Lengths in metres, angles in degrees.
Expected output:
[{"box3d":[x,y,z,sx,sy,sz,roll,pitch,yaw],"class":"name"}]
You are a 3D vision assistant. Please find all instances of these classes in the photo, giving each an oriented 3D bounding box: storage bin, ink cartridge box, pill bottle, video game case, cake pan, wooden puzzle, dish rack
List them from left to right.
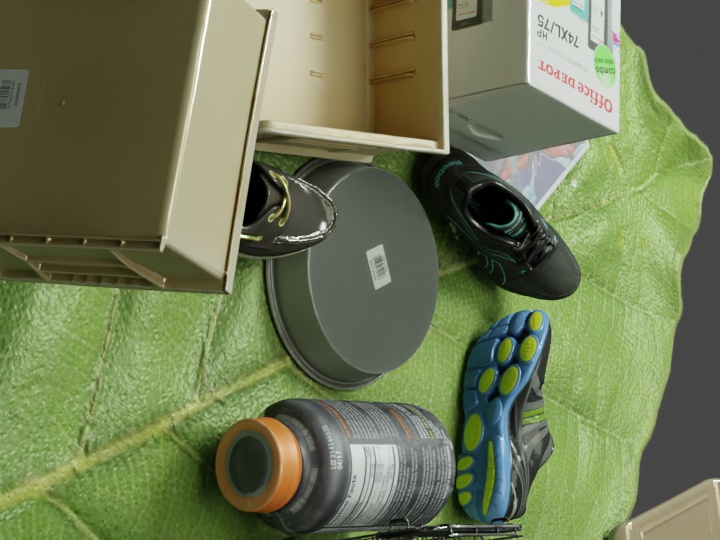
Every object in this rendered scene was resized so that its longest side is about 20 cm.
[{"box3d":[-0.177,-0.096,1.260,0.094,0.198,0.201,36,60,-63],"class":"storage bin"},{"box3d":[-0.034,-0.196,1.484,0.198,0.094,0.201,4,84,-41],"class":"storage bin"},{"box3d":[-0.023,0.155,1.492,0.200,0.106,0.107,8,81,-49],"class":"pill bottle"},{"box3d":[0.000,0.000,1.583,0.200,0.037,0.201,5,83,-50],"class":"cake pan"},{"box3d":[0.024,0.229,1.476,0.153,0.200,0.055,6,73,-49],"class":"dish rack"},{"box3d":[0.136,-0.139,1.765,0.200,0.023,0.183,-49,124,-40],"class":"video game case"},{"box3d":[0.127,-0.217,1.620,0.147,0.146,0.201,20,67,-48],"class":"ink cartridge box"},{"box3d":[0.328,0.328,1.958,0.200,0.037,0.186,-14,99,-45],"class":"wooden puzzle"}]

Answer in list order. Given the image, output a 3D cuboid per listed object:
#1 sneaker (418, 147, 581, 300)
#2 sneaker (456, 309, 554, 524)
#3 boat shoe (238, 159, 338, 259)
[{"box3d":[0.133,-0.030,1.686,0.200,0.079,0.076,38,88,-30],"class":"sneaker"},{"box3d":[0.137,0.133,1.719,0.083,0.071,0.200,20,77,-53],"class":"sneaker"},{"box3d":[-0.091,-0.051,1.435,0.201,0.060,0.072,8,77,-39],"class":"boat shoe"}]
